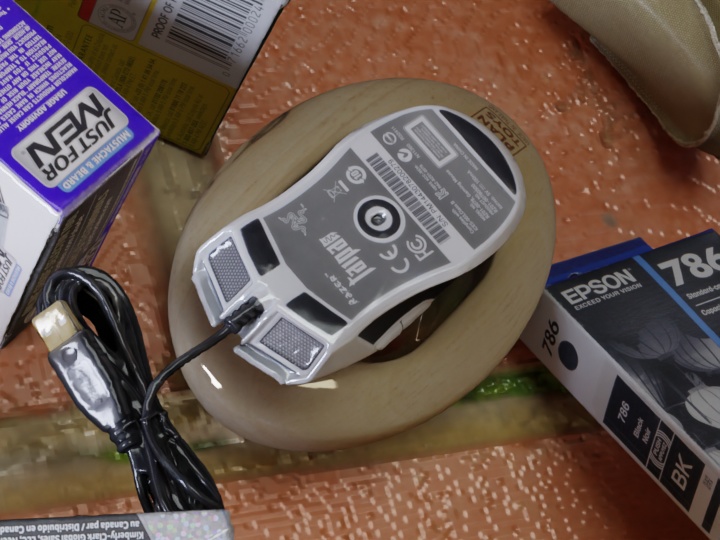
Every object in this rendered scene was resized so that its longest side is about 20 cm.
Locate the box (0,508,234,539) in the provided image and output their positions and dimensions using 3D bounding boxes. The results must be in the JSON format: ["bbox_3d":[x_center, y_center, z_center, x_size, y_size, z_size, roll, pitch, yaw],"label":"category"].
[{"bbox_3d":[-0.116,0.161,0.620,0.132,0.200,0.115,1,64,-22],"label":"box"}]

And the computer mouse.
[{"bbox_3d":[-0.021,0.009,0.754,0.200,0.044,0.110,-33,74,-26],"label":"computer mouse"}]

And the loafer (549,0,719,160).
[{"bbox_3d":[0.127,-0.132,0.963,0.067,0.076,0.200,-10,57,-25],"label":"loafer"}]

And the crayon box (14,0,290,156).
[{"bbox_3d":[-0.130,-0.135,0.823,0.199,0.127,0.051,23,56,-10],"label":"crayon box"}]

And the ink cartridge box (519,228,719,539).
[{"bbox_3d":[0.143,0.042,0.843,0.099,0.039,0.200,-18,45,-30],"label":"ink cartridge box"}]

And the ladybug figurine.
[{"bbox_3d":[0.000,0.000,0.834,0.136,0.072,0.200,45,57,6],"label":"ladybug figurine"}]

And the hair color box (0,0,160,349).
[{"bbox_3d":[-0.180,-0.075,0.780,0.200,0.109,0.065,43,54,4],"label":"hair color box"}]
